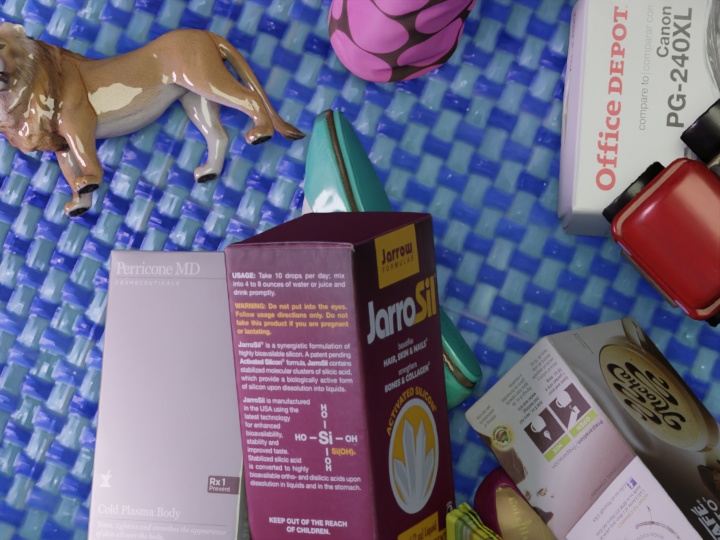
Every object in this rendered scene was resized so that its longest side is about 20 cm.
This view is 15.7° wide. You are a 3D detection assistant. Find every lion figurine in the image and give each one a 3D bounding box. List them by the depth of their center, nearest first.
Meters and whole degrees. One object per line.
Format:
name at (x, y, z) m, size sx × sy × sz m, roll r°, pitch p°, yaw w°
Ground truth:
lion figurine at (-0.144, -0.110, 1.616) m, size 0.200 × 0.072 × 0.123 m, roll -13°, pitch 72°, yaw -14°

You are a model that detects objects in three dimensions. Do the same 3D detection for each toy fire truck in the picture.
toy fire truck at (0.238, -0.048, 1.442) m, size 0.176 × 0.200 × 0.129 m, roll -44°, pitch 86°, yaw -2°

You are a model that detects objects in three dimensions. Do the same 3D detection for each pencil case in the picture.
pencil case at (0.044, -0.185, 1.551) m, size 0.094 × 0.200 × 0.091 m, roll -21°, pitch 77°, yaw -21°

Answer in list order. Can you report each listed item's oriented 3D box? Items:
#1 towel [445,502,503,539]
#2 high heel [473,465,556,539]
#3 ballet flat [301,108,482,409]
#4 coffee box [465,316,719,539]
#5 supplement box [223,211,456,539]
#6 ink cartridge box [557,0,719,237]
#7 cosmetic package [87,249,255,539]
towel at (0.125, 0.214, 1.499) m, size 0.018 × 0.086 × 0.200 m, roll -37°, pitch 54°, yaw -26°
high heel at (0.120, 0.210, 1.546) m, size 0.067 × 0.096 × 0.200 m, roll -30°, pitch 82°, yaw 6°
ballet flat at (0.000, 0.000, 1.595) m, size 0.070 × 0.067 × 0.200 m, roll -30°, pitch 81°, yaw 14°
coffee box at (0.169, 0.131, 1.520) m, size 0.080 × 0.113 × 0.200 m, roll -47°, pitch 69°, yaw 28°
supplement box at (-0.009, 0.072, 1.518) m, size 0.086 × 0.110 × 0.200 m, roll 0°, pitch 101°, yaw 27°
ink cartridge box at (0.225, -0.091, 1.588) m, size 0.200 × 0.083 × 0.145 m, roll 4°, pitch 84°, yaw 1°
cosmetic package at (-0.094, 0.088, 1.562) m, size 0.107 × 0.090 × 0.200 m, roll -1°, pitch 84°, yaw 25°
